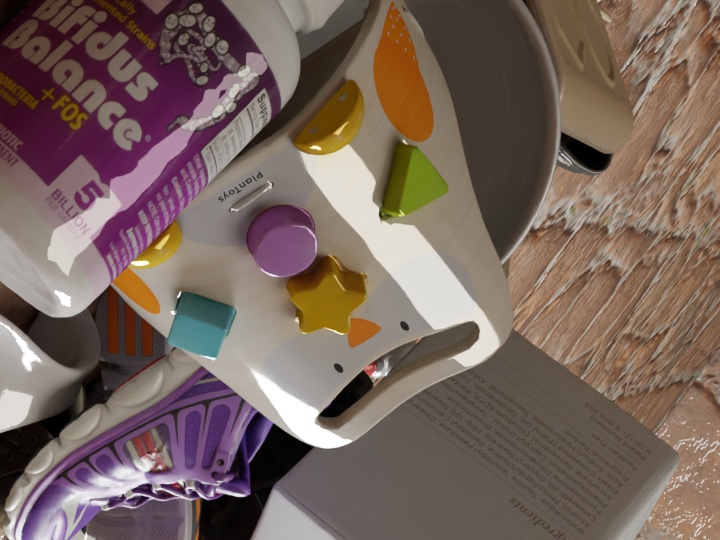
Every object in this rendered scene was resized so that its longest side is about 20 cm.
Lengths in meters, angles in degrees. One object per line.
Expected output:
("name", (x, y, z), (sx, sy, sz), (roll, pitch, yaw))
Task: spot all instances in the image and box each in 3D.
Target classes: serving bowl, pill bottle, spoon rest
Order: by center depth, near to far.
("pill bottle", (-0.098, -0.085, 1.039), (0.200, 0.112, 0.112), (-47, 163, -16))
("spoon rest", (-0.188, 0.049, 1.181), (0.100, 0.061, 0.200), (-58, 164, 21))
("serving bowl", (0.005, -0.079, 1.199), (0.201, 0.200, 0.066), (-55, 176, 14))

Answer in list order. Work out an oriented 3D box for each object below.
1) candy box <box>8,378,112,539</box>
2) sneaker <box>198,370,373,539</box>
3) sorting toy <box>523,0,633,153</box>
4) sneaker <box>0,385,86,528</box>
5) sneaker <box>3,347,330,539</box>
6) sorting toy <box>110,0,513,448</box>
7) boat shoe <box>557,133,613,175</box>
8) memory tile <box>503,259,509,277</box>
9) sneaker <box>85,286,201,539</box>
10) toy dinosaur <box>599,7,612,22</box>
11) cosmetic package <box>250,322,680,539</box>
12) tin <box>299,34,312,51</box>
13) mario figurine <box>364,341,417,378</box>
("candy box", (-0.151, 0.141, 1.476), (0.136, 0.061, 0.200), (-40, 160, -35))
("sneaker", (-0.071, 0.130, 1.428), (0.200, 0.075, 0.079), (-41, 150, -8))
("sorting toy", (0.100, -0.170, 1.330), (0.036, 0.201, 0.185), (-15, 172, 17))
("sneaker", (-0.209, 0.103, 1.263), (0.200, 0.070, 0.076), (-23, 132, -68))
("sneaker", (-0.100, 0.094, 1.222), (0.200, 0.084, 0.081), (-35, 176, 19))
("sorting toy", (-0.018, -0.003, 1.135), (0.199, 0.180, 0.107), (-33, -150, 8))
("boat shoe", (0.112, -0.138, 1.451), (0.067, 0.057, 0.200), (-39, 134, -14))
("memory tile", (0.063, -0.070, 1.401), (0.200, 0.017, 0.154), (-132, -136, -74))
("sneaker", (-0.093, 0.096, 1.359), (0.112, 0.077, 0.201), (-4, 101, -54))
("toy dinosaur", (0.094, -0.155, 1.544), (0.200, 0.058, 0.101), (-35, 173, -27))
("cosmetic package", (0.050, 0.161, 1.395), (0.200, 0.166, 0.168), (-43, 164, -39))
("tin", (-0.046, -0.096, 1.291), (0.200, 0.042, 0.112), (-51, 168, 0))
("mario figurine", (-0.026, 0.100, 1.551), (0.200, 0.105, 0.124), (-66, 173, -57))
